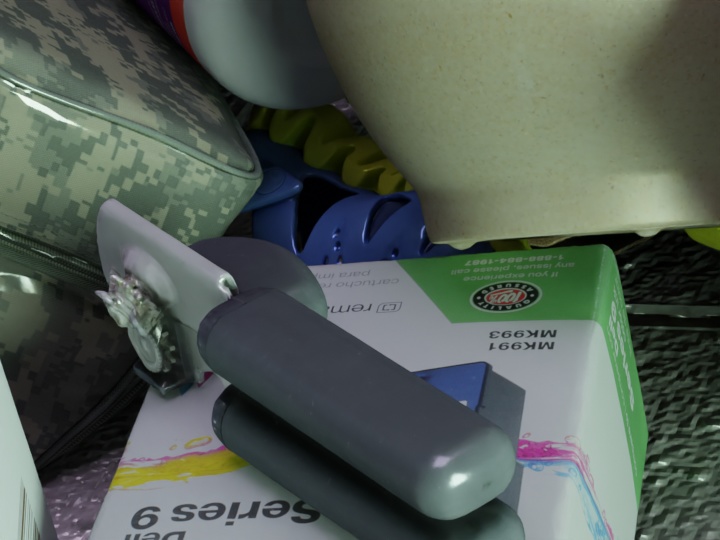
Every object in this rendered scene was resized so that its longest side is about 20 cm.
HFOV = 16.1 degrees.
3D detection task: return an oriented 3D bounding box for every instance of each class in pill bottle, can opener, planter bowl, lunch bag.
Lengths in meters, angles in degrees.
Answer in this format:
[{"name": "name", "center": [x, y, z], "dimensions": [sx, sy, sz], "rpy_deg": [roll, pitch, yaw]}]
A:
[{"name": "pill bottle", "center": [-0.058, -0.153, 0.969], "dimensions": [0.112, 0.113, 0.200], "rpy_deg": [-26, 46, -21]}, {"name": "can opener", "center": [-0.016, 0.026, 0.736], "dimensions": [0.066, 0.053, 0.200], "rpy_deg": [-26, 34, -23]}, {"name": "planter bowl", "center": [0.077, -0.077, 0.807], "dimensions": [0.200, 0.135, 0.200], "rpy_deg": [-4, 0, 0]}, {"name": "lunch bag", "center": [-0.143, -0.028, 0.946], "dimensions": [0.139, 0.168, 0.200], "rpy_deg": [24, 18, -29]}]

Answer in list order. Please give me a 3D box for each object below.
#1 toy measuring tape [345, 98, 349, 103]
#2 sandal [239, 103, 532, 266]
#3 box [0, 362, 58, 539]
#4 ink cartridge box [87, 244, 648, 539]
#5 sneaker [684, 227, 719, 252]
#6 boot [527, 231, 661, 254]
[{"name": "toy measuring tape", "center": [0.059, -0.100, 1.062], "dimensions": [0.200, 0.074, 0.074], "rpy_deg": [-12, 30, 15]}, {"name": "sandal", "center": [0.000, 0.000, 0.932], "dimensions": [0.087, 0.080, 0.200], "rpy_deg": [-42, 35, -15]}, {"name": "box", "center": [-0.189, 0.110, 0.734], "dimensions": [0.200, 0.152, 0.106], "rpy_deg": [-13, 31, 2]}, {"name": "ink cartridge box", "center": [0.004, 0.082, 0.773], "dimensions": [0.145, 0.088, 0.200], "rpy_deg": [-3, 34, 15]}, {"name": "sneaker", "center": [0.189, -0.032, 0.878], "dimensions": [0.200, 0.085, 0.074], "rpy_deg": [17, 41, 25]}, {"name": "boot", "center": [0.120, -0.052, 0.993], "dimensions": [0.200, 0.074, 0.076], "rpy_deg": [-22, 61, -25]}]
